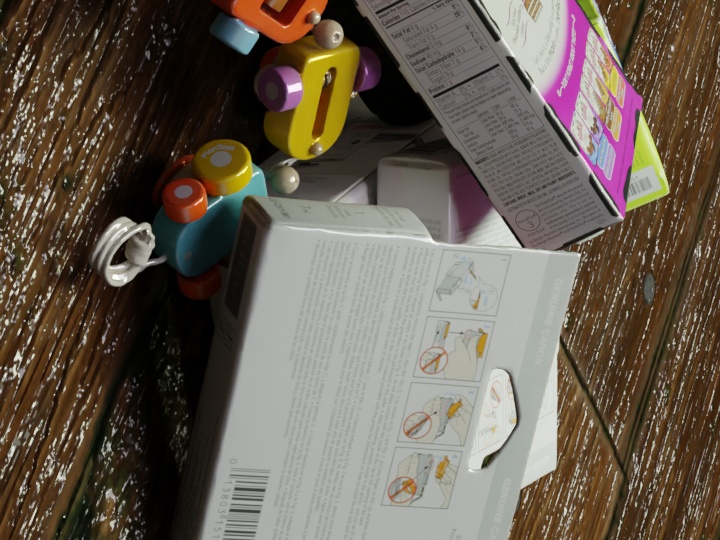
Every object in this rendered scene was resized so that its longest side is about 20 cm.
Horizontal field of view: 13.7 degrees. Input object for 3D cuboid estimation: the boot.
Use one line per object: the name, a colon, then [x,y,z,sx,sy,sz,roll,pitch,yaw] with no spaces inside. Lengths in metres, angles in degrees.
boot: [-0.006,-0.182,1.665,0.200,0.068,0.131,61,17,-22]

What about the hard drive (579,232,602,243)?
hard drive: [0.095,-0.124,1.830,0.200,0.027,0.132,59,10,-48]

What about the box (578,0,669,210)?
box: [0.140,-0.123,1.869,0.200,0.048,0.122,-97,163,-70]

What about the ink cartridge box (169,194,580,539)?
ink cartridge box: [0.006,0.065,1.544,0.174,0.044,0.200,4,112,-23]

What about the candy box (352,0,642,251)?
candy box: [0.068,-0.123,1.562,0.200,0.061,0.136,55,25,-21]

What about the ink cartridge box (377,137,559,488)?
ink cartridge box: [0.061,0.026,1.645,0.163,0.057,0.200,-20,118,-62]

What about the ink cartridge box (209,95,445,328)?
ink cartridge box: [0.000,0.000,1.656,0.200,0.083,0.147,-39,126,-56]

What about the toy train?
toy train: [-0.070,-0.084,1.490,0.150,0.056,0.200,19,105,-55]
